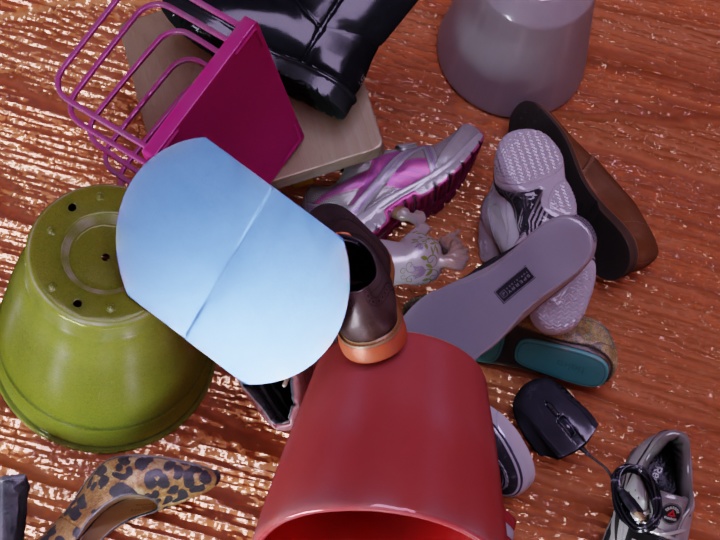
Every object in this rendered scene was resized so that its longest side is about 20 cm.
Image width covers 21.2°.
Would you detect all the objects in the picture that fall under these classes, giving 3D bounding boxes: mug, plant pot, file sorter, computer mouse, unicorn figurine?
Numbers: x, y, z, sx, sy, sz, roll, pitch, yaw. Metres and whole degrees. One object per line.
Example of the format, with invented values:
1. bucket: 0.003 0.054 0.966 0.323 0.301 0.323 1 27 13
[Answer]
1. mug: 0.153 -0.264 1.838 0.149 0.153 0.187 -9 66 -11
2. plant pot: -0.215 0.026 1.625 0.199 0.193 0.201 3 64 -7
3. file sorter: -0.152 -0.131 1.601 0.125 0.200 0.139 31 75 21
4. computer mouse: 0.194 0.155 1.662 0.059 0.034 0.200 -37 45 -9
5. unicorn figurine: 0.000 0.000 1.648 0.199 0.074 0.137 -22 29 -4
6. plant pot: 0.024 0.158 1.527 0.199 0.201 0.178 10 55 -3

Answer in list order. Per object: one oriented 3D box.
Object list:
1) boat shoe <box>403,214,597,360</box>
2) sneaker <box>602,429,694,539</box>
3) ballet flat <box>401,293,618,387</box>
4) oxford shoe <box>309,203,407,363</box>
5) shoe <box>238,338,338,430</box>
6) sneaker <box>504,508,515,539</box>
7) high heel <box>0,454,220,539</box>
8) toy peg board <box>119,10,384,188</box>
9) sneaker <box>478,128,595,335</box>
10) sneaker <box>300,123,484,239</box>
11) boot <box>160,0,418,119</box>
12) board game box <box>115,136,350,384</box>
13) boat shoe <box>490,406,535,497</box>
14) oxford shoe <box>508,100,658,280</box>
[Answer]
1. boat shoe: 0.118 0.023 1.635 0.200 0.057 0.069 -34 83 11
2. sneaker: 0.247 0.228 1.652 0.074 0.089 0.201 12 65 -3
3. ballet flat: 0.136 0.052 1.739 0.199 0.071 0.071 16 63 0
4. oxford shoe: -0.009 -0.010 1.548 0.071 0.073 0.200 -20 35 -5
5. shoe: -0.066 0.050 1.682 0.091 0.071 0.201 10 57 -53
6. sneaker: 0.037 0.217 1.636 0.199 0.071 0.113 20 67 -7
7. high heel: -0.210 0.230 1.590 0.199 0.071 0.143 -8 58 6
8. toy peg board: -0.095 -0.149 1.759 0.198 0.098 0.201 -17 67 0
9. sneaker: 0.157 -0.018 1.739 0.075 0.115 0.201 -4 62 -10
10. sneaker: 0.027 -0.086 1.775 0.200 0.081 0.088 -34 75 -22
11. boot: -0.053 -0.247 1.697 0.200 0.076 0.169 28 78 10
12. board game box: -0.094 -0.010 1.493 0.200 0.158 0.039 36 30 8
13. boat shoe: 0.063 0.129 1.663 0.200 0.072 0.068 46 42 3
14. oxford shoe: 0.209 -0.077 1.816 0.071 0.071 0.200 -13 64 -44
